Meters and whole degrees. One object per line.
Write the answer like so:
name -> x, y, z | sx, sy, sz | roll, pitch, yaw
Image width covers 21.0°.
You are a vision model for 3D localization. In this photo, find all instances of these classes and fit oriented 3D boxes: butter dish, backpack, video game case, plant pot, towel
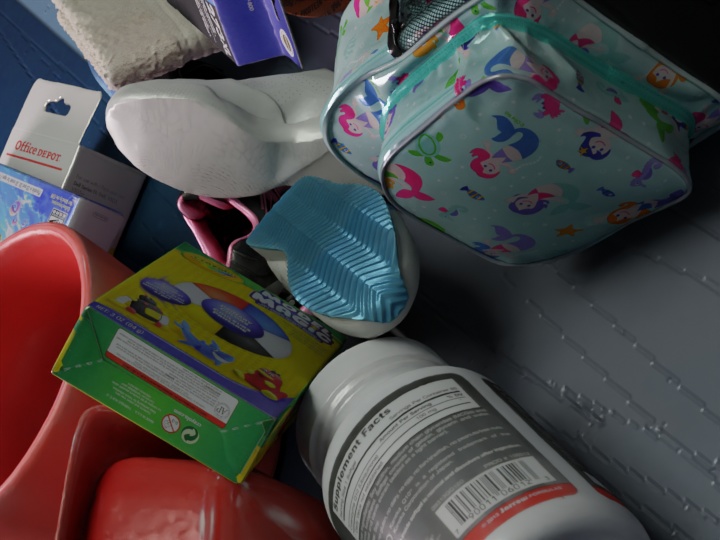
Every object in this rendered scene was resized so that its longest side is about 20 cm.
butter dish -> -0.056, 0.182, 1.022 | 0.148, 0.200, 0.200 | -10, 62, 36
backpack -> 0.079, -0.093, 1.023 | 0.200, 0.177, 0.151 | -24, 47, 47
video game case -> -0.270, 0.016, 1.398 | 0.200, 0.045, 0.181 | 20, 87, 50
plant pot -> -0.160, 0.094, 1.204 | 0.200, 0.177, 0.201 | -29, 47, 37
towel -> -0.145, -0.187, 1.415 | 0.132, 0.035, 0.200 | -23, 30, -9

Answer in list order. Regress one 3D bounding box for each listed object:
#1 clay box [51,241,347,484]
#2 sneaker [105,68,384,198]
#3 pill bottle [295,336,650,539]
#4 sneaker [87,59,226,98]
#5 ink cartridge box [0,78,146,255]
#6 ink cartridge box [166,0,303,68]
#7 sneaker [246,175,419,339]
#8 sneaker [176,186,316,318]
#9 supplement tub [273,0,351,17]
clay box -> -0.079, 0.042, 1.072 | 0.048, 0.115, 0.200 | -61, -4, 17
sneaker -> -0.056, -0.096, 1.217 | 0.089, 0.200, 0.075 | -81, -3, -47
pill bottle -> 0.050, 0.118, 0.980 | 0.116, 0.116, 0.200 | -58, 35, 9
sneaker -> -0.141, -0.137, 1.428 | 0.078, 0.070, 0.200 | -43, 41, 9
ink cartridge box -> -0.235, -0.038, 1.478 | 0.117, 0.067, 0.200 | 18, 84, 53
ink cartridge box -> -0.098, -0.196, 1.272 | 0.037, 0.095, 0.200 | -27, 31, -14
sneaker -> 0.000, 0.000, 1.112 | 0.077, 0.081, 0.200 | -48, 20, 0
sneaker -> -0.078, -0.047, 1.263 | 0.079, 0.095, 0.200 | -49, 37, 25
supplement tub -> -0.052, -0.266, 1.339 | 0.123, 0.122, 0.200 | -48, 38, 21
